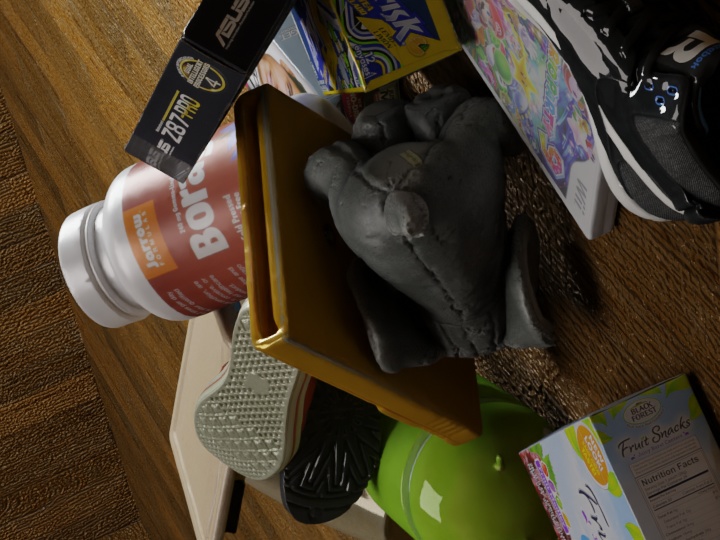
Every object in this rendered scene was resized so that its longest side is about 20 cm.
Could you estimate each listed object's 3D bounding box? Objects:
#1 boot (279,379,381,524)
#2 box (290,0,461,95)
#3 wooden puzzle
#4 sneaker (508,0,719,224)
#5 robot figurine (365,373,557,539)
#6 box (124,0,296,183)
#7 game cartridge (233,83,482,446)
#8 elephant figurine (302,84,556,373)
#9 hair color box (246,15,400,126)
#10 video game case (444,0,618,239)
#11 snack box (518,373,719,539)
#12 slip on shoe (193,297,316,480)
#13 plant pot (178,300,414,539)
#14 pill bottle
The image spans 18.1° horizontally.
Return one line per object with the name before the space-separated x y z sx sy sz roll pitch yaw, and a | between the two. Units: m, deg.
boot | -0.044 0.060 1.560 0.200 0.066 0.165 -134 52 -61
box | 0.005 -0.149 1.361 0.200 0.064 0.070 -158 45 -81
wooden puzzle | -0.101 0.096 1.604 0.185 0.037 0.200 -115 28 -60
sneaker | 0.127 -0.115 1.003 0.200 0.073 0.112 61 165 -11
robot figurine | 0.068 0.131 1.515 0.176 0.116 0.200 66 168 -19
box | -0.061 -0.167 1.333 0.049 0.200 0.161 29 155 -4
game cartridge | 0.000 0.000 1.385 0.200 0.032 0.176 31 -136 -47
elephant figurine | 0.060 0.002 1.337 0.141 0.155 0.200 12 132 46
hair color box | -0.037 -0.144 1.590 0.200 0.061 0.099 52 160 44
video game case | 0.087 -0.131 1.222 0.200 0.018 0.143 59 164 28
snack box | 0.175 0.170 1.272 0.200 0.068 0.169 65 167 6
slip on shoe | -0.056 0.068 1.435 0.074 0.061 0.200 33 141 10
plant pot | -0.005 0.119 1.709 0.200 0.187 0.187 39 152 39
pill bottle | -0.096 -0.032 1.490 0.112 0.200 0.112 43 -144 -42
